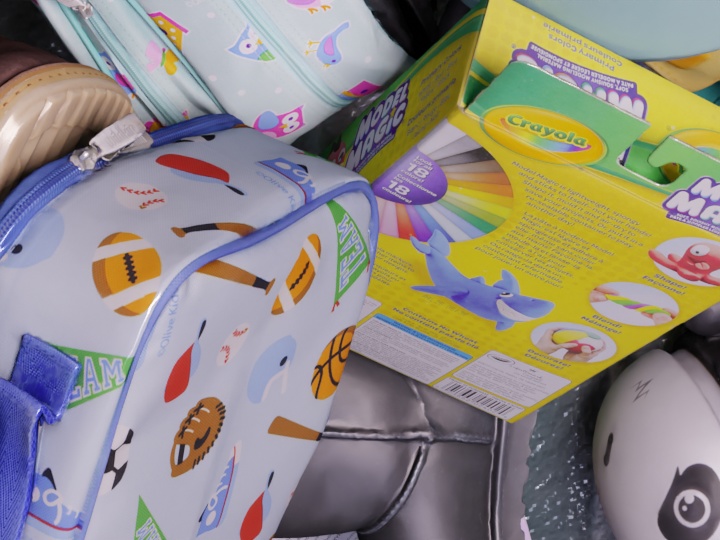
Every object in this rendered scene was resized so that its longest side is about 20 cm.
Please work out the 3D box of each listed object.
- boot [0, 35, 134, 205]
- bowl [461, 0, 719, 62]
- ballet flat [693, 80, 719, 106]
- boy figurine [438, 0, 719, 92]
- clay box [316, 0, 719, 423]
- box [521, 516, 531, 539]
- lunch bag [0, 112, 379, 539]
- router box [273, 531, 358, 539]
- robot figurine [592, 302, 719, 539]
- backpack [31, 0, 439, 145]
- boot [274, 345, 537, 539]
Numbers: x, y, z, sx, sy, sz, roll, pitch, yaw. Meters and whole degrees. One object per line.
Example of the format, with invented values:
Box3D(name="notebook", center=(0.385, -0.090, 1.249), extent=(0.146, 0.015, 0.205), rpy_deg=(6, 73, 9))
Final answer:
Box3D(name="boot", center=(-0.153, -0.060, 0.730), extent=(0.166, 0.200, 0.073), rpy_deg=(32, 85, 4))
Box3D(name="bowl", center=(0.087, -0.141, 0.717), extent=(0.199, 0.201, 0.106), rpy_deg=(-17, 137, -9))
Box3D(name="ballet flat", center=(0.154, -0.124, 0.905), extent=(0.064, 0.076, 0.201), rpy_deg=(-13, 135, -51))
Box3D(name="boy figurine", center=(0.125, -0.091, 0.841), extent=(0.199, 0.065, 0.124), rpy_deg=(-13, 131, 40))
Box3D(name="clay box", center=(0.052, -0.018, 0.742), extent=(0.114, 0.048, 0.200), rpy_deg=(25, 151, -16))
Box3D(name="box", center=(0.057, 0.137, 0.968), extent=(0.041, 0.039, 0.201), rpy_deg=(-19, 124, -4))
Box3D(name="lunch bag", center=(-0.073, 0.049, 0.688), extent=(0.160, 0.075, 0.201), rpy_deg=(-28, 139, -59))
Box3D(name="router box", center=(-0.048, 0.156, 0.998), extent=(0.179, 0.049, 0.200), rpy_deg=(36, 102, -31))
Box3D(name="robot figurine", center=(0.198, 0.069, 0.987), extent=(0.199, 0.151, 0.125), rpy_deg=(-23, 162, -6))
Box3D(name="backpack", center=(-0.057, -0.131, 0.741), extent=(0.126, 0.168, 0.200), rpy_deg=(-23, 130, 17))
Box3D(name="boot", center=(-0.039, 0.092, 0.833), extent=(0.199, 0.066, 0.166), rpy_deg=(2, 93, -28))
